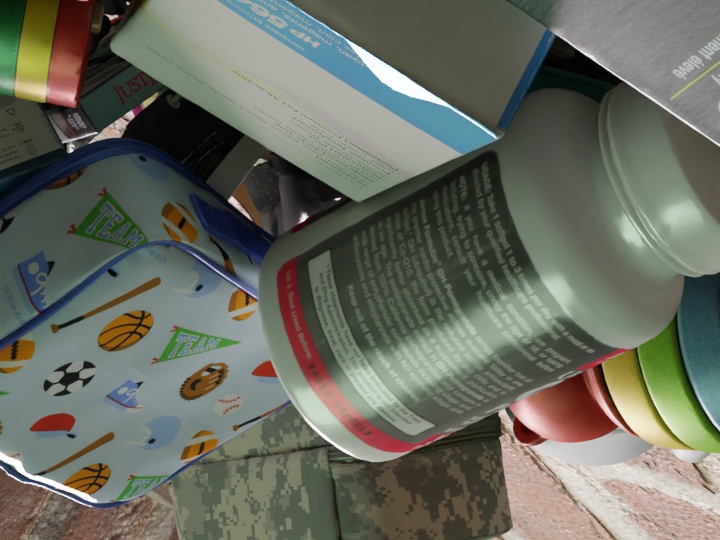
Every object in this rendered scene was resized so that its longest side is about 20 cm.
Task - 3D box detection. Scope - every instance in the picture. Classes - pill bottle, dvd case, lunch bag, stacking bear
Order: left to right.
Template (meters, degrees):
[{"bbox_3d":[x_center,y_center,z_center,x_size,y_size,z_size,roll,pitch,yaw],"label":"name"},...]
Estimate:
[{"bbox_3d":[-0.138,-0.096,1.057,0.199,0.146,0.022,-11,113,51],"label":"dvd case"},{"bbox_3d":[-0.103,0.025,0.944,0.076,0.160,0.200,61,-167,29],"label":"lunch bag"},{"bbox_3d":[-0.017,0.081,1.221,0.139,0.169,0.199,-8,177,-41],"label":"lunch bag"},{"bbox_3d":[0.063,-0.006,0.872,0.199,0.111,0.110,-28,133,31],"label":"pill bottle"},{"bbox_3d":[0.149,0.034,0.989,0.199,0.123,0.113,-12,156,40],"label":"stacking bear"}]

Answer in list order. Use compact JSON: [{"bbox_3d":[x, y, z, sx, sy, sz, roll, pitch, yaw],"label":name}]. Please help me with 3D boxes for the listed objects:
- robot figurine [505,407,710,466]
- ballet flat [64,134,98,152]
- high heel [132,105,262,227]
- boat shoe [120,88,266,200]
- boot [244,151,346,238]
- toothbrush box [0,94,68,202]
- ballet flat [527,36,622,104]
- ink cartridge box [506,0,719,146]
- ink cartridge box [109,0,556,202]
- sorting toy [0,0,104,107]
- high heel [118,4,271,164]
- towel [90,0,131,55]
[{"bbox_3d":[0.130,0.040,1.155,0.169,0.113,0.200,37,168,11],"label":"robot figurine"},{"bbox_3d":[-0.204,-0.134,1.258,0.066,0.057,0.200,16,162,35],"label":"ballet flat"},{"bbox_3d":[-0.065,-0.029,1.297,0.199,0.097,0.067,28,166,-6],"label":"high heel"},{"bbox_3d":[-0.067,-0.084,1.042,0.060,0.076,0.200,39,-162,-7],"label":"boat shoe"},{"bbox_3d":[0.000,0.000,1.028,0.069,0.133,0.200,-16,180,-9],"label":"boot"},{"bbox_3d":[-0.223,-0.013,0.954,0.086,0.146,0.200,60,154,16],"label":"toothbrush box"},{"bbox_3d":[0.054,-0.091,0.939,0.199,0.075,0.074,27,166,8],"label":"ballet flat"},{"bbox_3d":[0.148,-0.104,0.640,0.199,0.047,0.198,33,145,-11],"label":"ink cartridge box"},{"bbox_3d":[-0.003,-0.118,0.801,0.125,0.129,0.200,31,166,-12],"label":"ink cartridge box"},{"bbox_3d":[-0.113,-0.158,0.750,0.069,0.202,0.199,11,167,-6],"label":"sorting toy"},{"bbox_3d":[-0.034,-0.087,1.167,0.142,0.072,0.200,-15,127,35],"label":"high heel"},{"bbox_3d":[-0.178,-0.192,0.962,0.164,0.086,0.200,23,164,8],"label":"towel"}]
